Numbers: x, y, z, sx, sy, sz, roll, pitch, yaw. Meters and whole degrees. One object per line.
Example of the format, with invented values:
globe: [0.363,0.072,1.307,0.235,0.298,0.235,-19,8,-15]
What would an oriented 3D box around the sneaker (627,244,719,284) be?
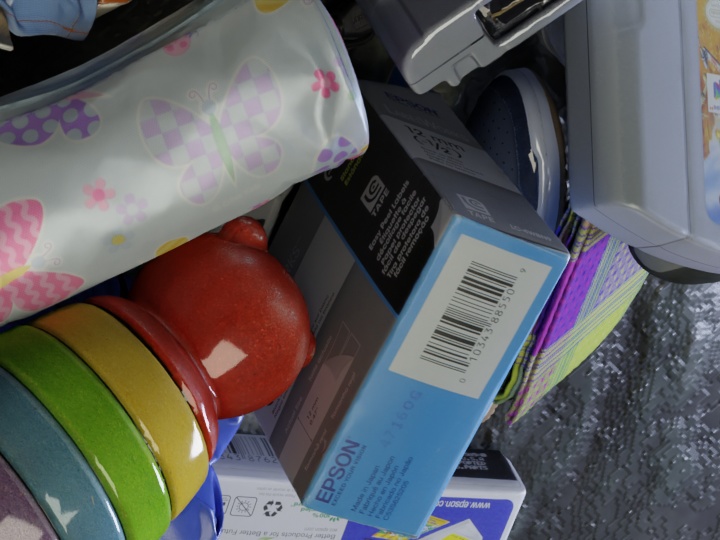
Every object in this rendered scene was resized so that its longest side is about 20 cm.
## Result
sneaker: [0.186,-0.023,1.247,0.200,0.075,0.079,-22,156,-47]

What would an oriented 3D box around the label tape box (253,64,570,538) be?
label tape box: [0.000,0.000,1.135,0.066,0.200,0.144,17,111,-29]

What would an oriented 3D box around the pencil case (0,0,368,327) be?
pencil case: [-0.096,-0.050,1.032,0.199,0.083,0.091,-24,103,-6]

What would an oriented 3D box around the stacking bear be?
stacking bear: [-0.105,0.059,1.035,0.200,0.114,0.122,-38,113,-23]

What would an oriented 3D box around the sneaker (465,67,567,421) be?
sneaker: [0.027,-0.004,1.235,0.108,0.070,0.201,-3,127,-22]

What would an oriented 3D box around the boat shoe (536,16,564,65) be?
boat shoe: [0.145,-0.171,1.164,0.072,0.069,0.200,23,113,-33]

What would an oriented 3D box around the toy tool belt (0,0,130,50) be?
toy tool belt: [-0.169,-0.140,1.016,0.199,0.123,0.126,4,112,-20]

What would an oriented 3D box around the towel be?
towel: [0.125,-0.033,1.225,0.144,0.023,0.201,-38,154,-48]

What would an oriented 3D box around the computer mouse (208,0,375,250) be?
computer mouse: [-0.047,-0.041,1.178,0.044,0.110,0.201,29,123,9]

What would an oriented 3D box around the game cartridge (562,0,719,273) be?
game cartridge: [0.168,-0.066,1.143,0.199,0.134,0.041,5,165,-42]

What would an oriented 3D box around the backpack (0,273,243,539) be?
backpack: [-0.170,0.060,1.150,0.199,0.162,0.168,31,87,-27]

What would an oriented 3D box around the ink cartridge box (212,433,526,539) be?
ink cartridge box: [-0.035,0.178,1.358,0.196,0.047,0.201,5,123,-27]

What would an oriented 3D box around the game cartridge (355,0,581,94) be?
game cartridge: [0.080,-0.169,1.097,0.199,0.133,0.041,-35,128,4]
